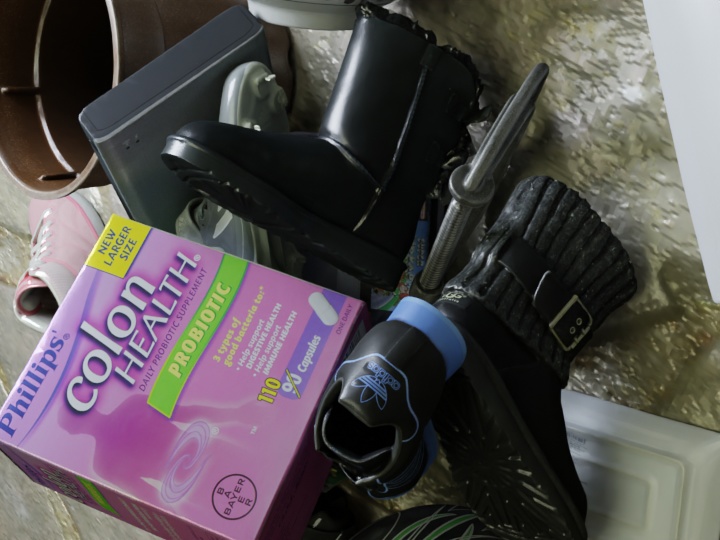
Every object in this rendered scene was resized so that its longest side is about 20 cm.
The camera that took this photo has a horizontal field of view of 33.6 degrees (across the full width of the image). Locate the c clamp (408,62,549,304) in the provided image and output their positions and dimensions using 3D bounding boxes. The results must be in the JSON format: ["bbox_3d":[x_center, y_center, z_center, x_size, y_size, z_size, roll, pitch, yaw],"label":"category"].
[{"bbox_3d":[0.067,-0.033,0.761,0.027,0.171,0.201,31,145,8],"label":"c clamp"}]

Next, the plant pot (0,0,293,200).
[{"bbox_3d":[-0.173,-0.160,0.961,0.199,0.197,0.204,5,97,42],"label":"plant pot"}]

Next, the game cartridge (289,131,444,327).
[{"bbox_3d":[0.000,0.000,0.900,0.128,0.038,0.203,7,98,31],"label":"game cartridge"}]

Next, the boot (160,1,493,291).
[{"bbox_3d":[-0.015,-0.096,0.777,0.073,0.197,0.164,7,71,63],"label":"boot"}]

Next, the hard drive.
[{"bbox_3d":[-0.121,-0.093,0.887,0.033,0.139,0.200,48,167,19],"label":"hard drive"}]

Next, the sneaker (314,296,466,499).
[{"bbox_3d":[0.005,0.094,0.696,0.070,0.078,0.201,36,149,17],"label":"sneaker"}]

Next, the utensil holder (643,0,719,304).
[{"bbox_3d":[0.235,-0.097,0.597,0.169,0.169,0.203,-15,86,43],"label":"utensil holder"}]

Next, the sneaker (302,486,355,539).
[{"bbox_3d":[-0.084,0.193,0.985,0.199,0.076,0.113,25,116,35],"label":"sneaker"}]

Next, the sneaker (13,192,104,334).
[{"bbox_3d":[-0.300,-0.010,1.161,0.201,0.104,0.076,52,127,29],"label":"sneaker"}]

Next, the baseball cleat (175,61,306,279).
[{"bbox_3d":[-0.095,-0.055,0.860,0.105,0.070,0.203,13,122,29],"label":"baseball cleat"}]

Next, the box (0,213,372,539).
[{"bbox_3d":[-0.112,0.084,0.805,0.198,0.097,0.177,19,66,17],"label":"box"}]

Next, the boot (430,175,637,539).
[{"bbox_3d":[0.119,0.065,0.754,0.079,0.158,0.213,5,131,46],"label":"boot"}]

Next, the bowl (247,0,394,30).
[{"bbox_3d":[-0.031,-0.221,0.826,0.199,0.199,0.096,23,117,40],"label":"bowl"}]

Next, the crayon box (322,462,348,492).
[{"bbox_3d":[-0.101,0.116,0.918,0.197,0.126,0.052,11,90,12],"label":"crayon box"}]

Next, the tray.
[{"bbox_3d":[0.147,0.138,0.799,0.198,0.022,0.109,13,102,43],"label":"tray"}]

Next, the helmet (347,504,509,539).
[{"bbox_3d":[0.044,0.261,0.807,0.199,0.199,0.193,24,126,40],"label":"helmet"}]
